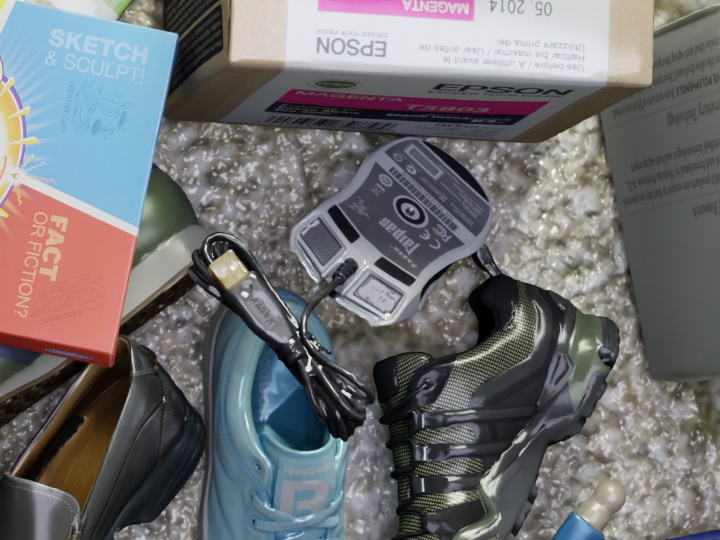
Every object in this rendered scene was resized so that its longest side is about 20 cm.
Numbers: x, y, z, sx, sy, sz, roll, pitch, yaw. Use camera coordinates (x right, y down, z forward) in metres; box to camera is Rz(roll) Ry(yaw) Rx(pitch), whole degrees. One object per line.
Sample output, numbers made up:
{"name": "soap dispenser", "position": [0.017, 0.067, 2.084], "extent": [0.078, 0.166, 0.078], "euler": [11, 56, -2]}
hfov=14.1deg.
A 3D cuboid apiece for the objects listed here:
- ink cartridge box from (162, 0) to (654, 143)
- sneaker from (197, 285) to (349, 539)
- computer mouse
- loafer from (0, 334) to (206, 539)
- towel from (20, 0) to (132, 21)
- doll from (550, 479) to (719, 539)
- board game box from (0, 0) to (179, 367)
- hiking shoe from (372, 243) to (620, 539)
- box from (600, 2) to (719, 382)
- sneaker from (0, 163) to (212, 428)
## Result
{"name": "ink cartridge box", "position": [0.018, -0.111, 1.351], "extent": [0.200, 0.165, 0.075], "euler": [3, 84, -13]}
{"name": "sneaker", "position": [-0.039, 0.106, 1.372], "extent": [0.074, 0.082, 0.200], "euler": [-9, 90, -13]}
{"name": "computer mouse", "position": [0.000, 0.000, 1.365], "extent": [0.110, 0.044, 0.200], "euler": [43, 36, 6]}
{"name": "loafer", "position": [-0.148, 0.116, 1.321], "extent": [0.200, 0.073, 0.072], "euler": [-58, 143, -31]}
{"name": "towel", "position": [-0.207, -0.119, 1.372], "extent": [0.149, 0.031, 0.200], "euler": [41, 77, -11]}
{"name": "doll", "position": [0.129, 0.166, 1.417], "extent": [0.200, 0.048, 0.137], "euler": [-12, 112, -17]}
{"name": "board game box", "position": [-0.194, -0.051, 1.310], "extent": [0.200, 0.040, 0.153], "euler": [11, 80, -3]}
{"name": "hiking shoe", "position": [0.039, 0.089, 1.406], "extent": [0.101, 0.076, 0.200], "euler": [33, 74, 1]}
{"name": "box", "position": [0.244, -0.047, 1.387], "extent": [0.199, 0.200, 0.172], "euler": [-10, 88, -14]}
{"name": "sneaker", "position": [-0.167, 0.015, 1.359], "extent": [0.200, 0.067, 0.090], "euler": [-36, 84, -9]}
